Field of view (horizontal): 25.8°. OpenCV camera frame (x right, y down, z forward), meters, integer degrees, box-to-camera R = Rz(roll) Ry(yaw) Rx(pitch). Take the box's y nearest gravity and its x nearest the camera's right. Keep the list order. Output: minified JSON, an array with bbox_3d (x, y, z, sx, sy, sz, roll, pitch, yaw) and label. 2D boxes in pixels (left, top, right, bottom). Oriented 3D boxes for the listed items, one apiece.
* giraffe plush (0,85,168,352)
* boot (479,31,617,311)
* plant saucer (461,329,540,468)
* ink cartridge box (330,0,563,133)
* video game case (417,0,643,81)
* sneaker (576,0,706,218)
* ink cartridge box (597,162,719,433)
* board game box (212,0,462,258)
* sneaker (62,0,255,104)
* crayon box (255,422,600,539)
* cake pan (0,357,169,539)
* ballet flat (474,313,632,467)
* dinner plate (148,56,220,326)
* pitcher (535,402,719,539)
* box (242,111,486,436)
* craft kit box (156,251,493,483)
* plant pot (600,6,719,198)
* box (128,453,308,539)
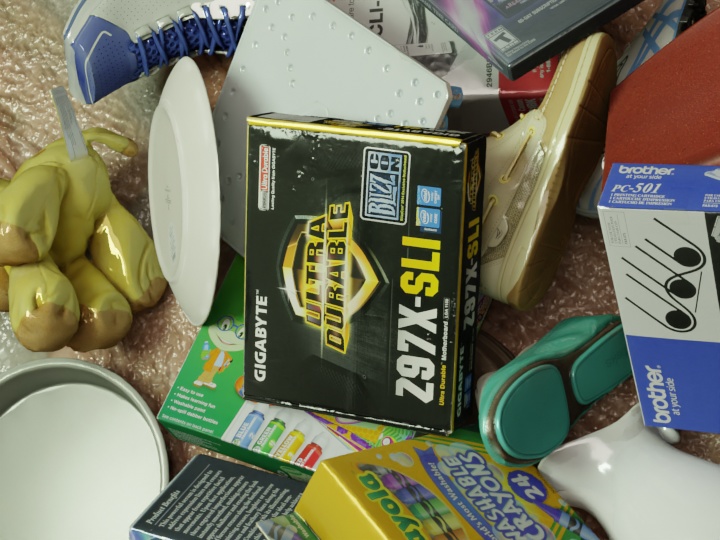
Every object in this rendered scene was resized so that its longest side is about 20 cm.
[{"bbox_3d":[-0.270,-0.027,1.232,0.162,0.172,0.201,-13,83,33],"label":"giraffe plush"},{"bbox_3d":[0.088,-0.088,1.120,0.155,0.073,0.201,20,92,30],"label":"boot"},{"bbox_3d":[0.038,0.128,1.165,0.199,0.029,0.201,-3,76,14],"label":"plant saucer"},{"bbox_3d":[0.058,-0.184,1.210,0.199,0.084,0.145,-2,75,14],"label":"ink cartridge box"},{"bbox_3d":[0.106,-0.225,1.134,0.143,0.019,0.200,-32,51,-13],"label":"video game case"},{"bbox_3d":[0.199,-0.133,1.170,0.072,0.072,0.201,23,79,28],"label":"sneaker"},{"bbox_3d":[0.214,0.022,0.994,0.094,0.201,0.044,4,46,25],"label":"ink cartridge box"},{"bbox_3d":[-0.032,-0.087,1.137,0.200,0.026,0.201,39,116,34],"label":"board game box"},{"bbox_3d":[-0.133,-0.198,1.234,0.115,0.081,0.199,29,55,22],"label":"sneaker"},{"bbox_3d":[0.049,0.169,1.008,0.126,0.199,0.052,48,127,30],"label":"crayon box"},{"bbox_3d":[-0.236,0.169,1.220,0.199,0.037,0.201,-4,75,13],"label":"cake pan"},{"bbox_3d":[0.121,0.084,1.087,0.070,0.200,0.068,-5,105,40],"label":"ballet flat"},{"bbox_3d":[-0.136,-0.058,1.175,0.024,0.200,0.201,-5,72,-17],"label":"dinner plate"},{"bbox_3d":[0.243,0.164,1.062,0.171,0.121,0.200,-40,58,-11],"label":"pitcher"},{"bbox_3d":[0.000,0.000,1.064,0.159,0.049,0.201,8,105,21],"label":"box"},{"bbox_3d":[-0.021,0.057,1.159,0.199,0.049,0.198,14,65,25],"label":"craft kit box"},{"bbox_3d":[0.268,-0.063,1.048,0.176,0.200,0.200,-17,36,27],"label":"plant pot"},{"bbox_3d":[-0.050,0.235,1.084,0.199,0.107,0.149,12,116,18],"label":"box"}]
